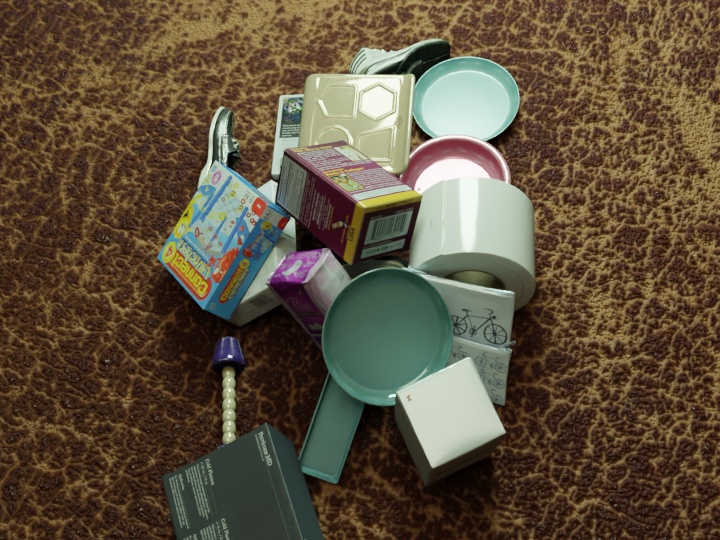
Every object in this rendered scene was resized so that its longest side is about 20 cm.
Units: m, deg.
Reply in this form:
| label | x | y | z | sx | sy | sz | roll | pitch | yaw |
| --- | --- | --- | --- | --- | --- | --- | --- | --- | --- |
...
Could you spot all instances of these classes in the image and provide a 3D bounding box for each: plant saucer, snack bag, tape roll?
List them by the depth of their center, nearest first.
| label | x | y | z | sx | sy | sz | roll | pitch | yaw |
| --- | --- | --- | --- | --- | --- | --- | --- | --- | --- |
| plant saucer | 0.038 | 0.096 | 1.449 | 0.197 | 0.027 | 0.204 | -2 | 98 | -13 |
| plant saucer | -0.035 | 0.215 | 1.487 | 0.069 | 0.019 | 0.203 | 19 | 95 | -4 |
| snack bag | 0.142 | 0.101 | 1.498 | 0.186 | 0.203 | 0.021 | 13 | 29 | 16 |
| tape roll | 0.175 | -0.031 | 1.551 | 0.199 | 0.204 | 0.141 | 0 | 59 | 8 |
| plant saucer | 0.160 | -0.141 | 1.706 | 0.197 | 0.051 | 0.203 | -3 | 60 | 6 |
| plant saucer | 0.192 | -0.305 | 1.809 | 0.197 | 0.028 | 0.203 | -3 | 60 | 6 |

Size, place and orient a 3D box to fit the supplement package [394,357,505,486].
| label | x | y | z | sx | sy | sz | roll | pitch | yaw |
| --- | --- | --- | --- | --- | --- | --- | --- | --- | --- |
| supplement package | 0.122 | 0.220 | 1.405 | 0.115 | 0.200 | 0.119 | -23 | 72 | -6 |

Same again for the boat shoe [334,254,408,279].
| label | x | y | z | sx | sy | sz | roll | pitch | yaw |
| --- | --- | --- | --- | --- | --- | --- | --- | --- | --- |
| boat shoe | 0.000 | 0.000 | 1.607 | 0.198 | 0.075 | 0.062 | -15 | 33 | 41 |

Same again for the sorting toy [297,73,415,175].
| label | x | y | z | sx | sy | sz | roll | pitch | yaw |
| --- | --- | --- | --- | --- | --- | --- | --- | --- | --- |
| sorting toy | -0.007 | -0.246 | 1.676 | 0.196 | 0.037 | 0.188 | 1 | 70 | 12 |

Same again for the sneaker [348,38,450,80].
| label | x | y | z | sx | sy | sz | roll | pitch | yaw |
| --- | --- | --- | --- | --- | --- | --- | --- | --- | --- |
| sneaker | 0.066 | -0.404 | 1.858 | 0.198 | 0.076 | 0.115 | -26 | 47 | -20 |

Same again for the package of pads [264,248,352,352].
| label | x | y | z | sx | sy | sz | roll | pitch | yaw |
| --- | --- | --- | --- | --- | --- | --- | --- | --- | --- |
| package of pads | -0.043 | 0.062 | 1.517 | 0.120 | 0.201 | 0.076 | -5 | 40 | 48 |

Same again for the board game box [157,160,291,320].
| label | x | y | z | sx | sy | sz | roll | pitch | yaw |
| --- | --- | --- | --- | --- | --- | --- | --- | --- | --- |
| board game box | -0.229 | -0.053 | 1.628 | 0.200 | 0.056 | 0.197 | 38 | 97 | 47 |

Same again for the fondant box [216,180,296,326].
| label | x | y | z | sx | sy | sz | roll | pitch | yaw |
| --- | --- | --- | --- | --- | --- | --- | --- | --- | --- |
| fondant box | -0.175 | -0.028 | 1.646 | 0.143 | 0.058 | 0.203 | -28 | 51 | 33 |

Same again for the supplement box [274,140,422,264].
| label | x | y | z | sx | sy | sz | roll | pitch | yaw |
| --- | --- | --- | --- | --- | --- | --- | --- | --- | --- |
| supplement box | -0.022 | -0.110 | 1.534 | 0.130 | 0.104 | 0.199 | -14 | 41 | -40 |

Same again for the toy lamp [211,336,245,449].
| label | x | y | z | sx | sy | sz | roll | pitch | yaw |
| --- | --- | --- | --- | --- | --- | --- | --- | --- | --- |
| toy lamp | -0.209 | 0.202 | 1.559 | 0.057 | 0.058 | 0.203 | -6 | 59 | 4 |

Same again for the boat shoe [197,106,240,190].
| label | x | y | z | sx | sy | sz | roll | pitch | yaw |
| --- | --- | --- | --- | --- | --- | --- | --- | --- | --- |
| boat shoe | -0.247 | -0.204 | 1.789 | 0.059 | 0.074 | 0.203 | 3 | 63 | 10 |

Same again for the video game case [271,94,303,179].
| label | x | y | z | sx | sy | sz | roll | pitch | yaw |
| --- | --- | --- | --- | --- | --- | --- | --- | --- | --- |
| video game case | -0.059 | -0.250 | 1.818 | 0.196 | 0.023 | 0.184 | -2 | 60 | 8 |

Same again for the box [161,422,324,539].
| label | x | y | z | sx | sy | sz | roll | pitch | yaw |
| --- | --- | --- | --- | --- | --- | --- | --- | --- | --- |
| box | -0.164 | 0.357 | 1.415 | 0.180 | 0.104 | 0.202 | -27 | 59 | 8 |
